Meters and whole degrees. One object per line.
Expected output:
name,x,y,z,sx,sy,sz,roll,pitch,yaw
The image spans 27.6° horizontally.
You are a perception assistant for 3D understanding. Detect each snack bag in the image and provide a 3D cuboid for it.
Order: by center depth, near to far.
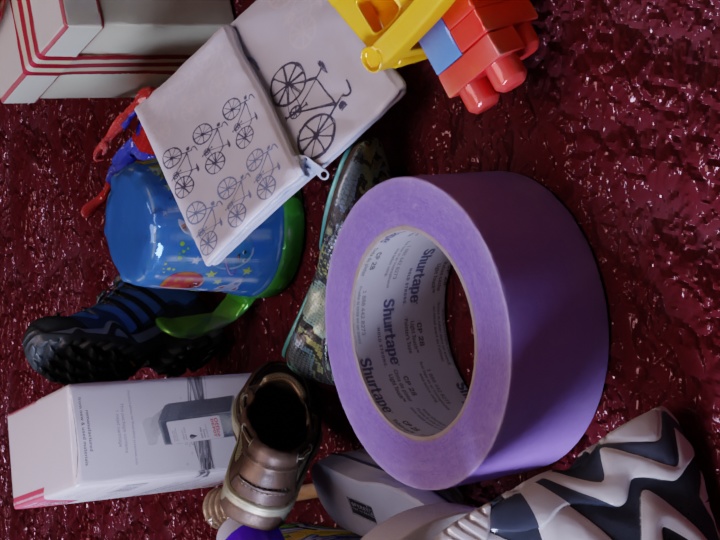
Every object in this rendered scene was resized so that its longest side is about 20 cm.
snack bag,-0.070,-0.127,1.081,0.199,0.021,0.190,-39,50,14

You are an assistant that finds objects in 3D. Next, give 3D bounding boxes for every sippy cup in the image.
sippy cup,-0.134,-0.041,1.195,0.139,0.129,0.180,-19,78,54

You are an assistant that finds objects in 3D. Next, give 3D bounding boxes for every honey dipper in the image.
honey dipper,-0.065,0.188,1.215,0.199,0.038,0.039,-20,79,50

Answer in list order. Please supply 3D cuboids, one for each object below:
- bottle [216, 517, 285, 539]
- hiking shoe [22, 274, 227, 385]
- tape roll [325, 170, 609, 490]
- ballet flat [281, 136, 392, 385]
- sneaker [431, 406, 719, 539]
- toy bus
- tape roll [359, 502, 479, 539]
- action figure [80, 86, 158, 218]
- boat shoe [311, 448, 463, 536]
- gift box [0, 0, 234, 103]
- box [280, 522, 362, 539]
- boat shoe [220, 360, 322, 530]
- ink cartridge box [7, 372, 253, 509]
bottle,-0.050,0.251,1.003,0.065,0.083,0.201,55,-176,-45
hiking shoe,-0.210,0.047,1.254,0.074,0.199,0.087,-45,61,32
tape roll,0.064,0.037,0.961,0.199,0.084,0.203,12,105,53
ballet flat,0.000,0.000,1.078,0.074,0.073,0.202,48,133,40
sneaker,0.122,0.180,0.830,0.131,0.197,0.080,60,167,13
toy bus,0.064,-0.206,0.902,0.200,0.135,0.193,-42,74,46
tape roll,0.055,0.246,0.902,0.037,0.201,0.206,-1,94,57
action figure,-0.210,-0.091,1.330,0.065,0.099,0.201,33,131,-2
boat shoe,0.039,0.164,1.030,0.199,0.065,0.073,7,118,60
gift box,-0.242,-0.261,1.273,0.184,0.185,0.202,-36,67,51
box,-0.023,0.239,1.131,0.199,0.064,0.071,-8,88,56
boat shoe,-0.058,0.111,1.107,0.203,0.074,0.076,-92,18,-65
ink cartridge box,-0.174,0.140,1.217,0.145,0.198,0.086,-24,70,53
